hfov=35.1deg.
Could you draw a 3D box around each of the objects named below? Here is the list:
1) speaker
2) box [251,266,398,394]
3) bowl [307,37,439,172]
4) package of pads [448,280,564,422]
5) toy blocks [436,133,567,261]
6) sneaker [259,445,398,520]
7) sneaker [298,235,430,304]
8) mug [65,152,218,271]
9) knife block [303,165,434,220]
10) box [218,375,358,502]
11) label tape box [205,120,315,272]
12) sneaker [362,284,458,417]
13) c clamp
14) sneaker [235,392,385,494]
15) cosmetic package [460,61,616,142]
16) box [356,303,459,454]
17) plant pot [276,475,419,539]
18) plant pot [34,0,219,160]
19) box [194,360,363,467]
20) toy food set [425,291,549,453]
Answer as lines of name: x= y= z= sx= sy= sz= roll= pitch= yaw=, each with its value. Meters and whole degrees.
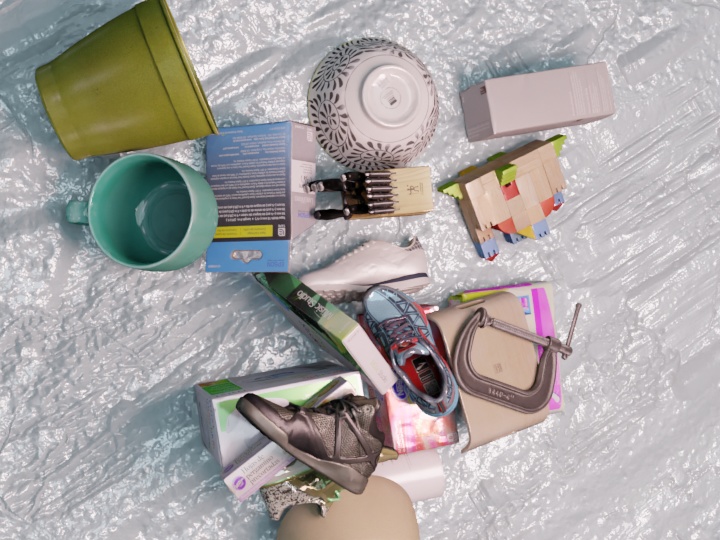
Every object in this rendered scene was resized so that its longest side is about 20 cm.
speaker: x=0.017 y=0.302 z=1.618 sx=0.200 sy=0.081 sz=0.081 roll=-10 pitch=92 yaw=-16
box: x=-0.048 y=0.074 z=1.518 sx=0.036 sy=0.200 sz=0.144 roll=-48 pitch=139 yaw=-12
bowl: x=0.033 y=-0.242 z=1.622 sx=0.200 sy=0.094 sz=0.201 roll=0 pitch=89 yaw=-16
package of pads: x=0.212 y=0.122 z=1.680 sx=0.154 sy=0.068 sz=0.200 roll=-7 pitch=91 yaw=-16
toy blocks: x=0.230 y=-0.100 z=1.685 sx=0.200 sy=0.100 sz=0.137 roll=-27 pitch=108 yaw=-13
sneaker: x=-0.044 y=0.278 z=1.501 sx=0.200 sy=0.077 sz=0.089 roll=-12 pitch=89 yaw=-8
sneaker: x=0.000 y=0.000 z=1.629 sx=0.200 sy=0.076 sz=0.081 roll=-6 pitch=80 yaw=-20
mug: x=-0.279 y=-0.082 z=1.517 sx=0.185 sy=0.114 sz=0.152 roll=35 pitch=97 yaw=16
knife block: x=0.009 y=-0.103 z=1.575 sx=0.175 sy=0.200 sz=0.064 roll=-5 pitch=91 yaw=-4
box: x=-0.086 y=0.210 z=1.430 sx=0.200 sy=0.041 sz=0.039 roll=-38 pitch=102 yaw=-10
label tape box: x=-0.137 y=-0.096 z=1.549 sx=0.063 sy=0.144 sz=0.200 roll=2 pitch=88 yaw=-59
sneaker: x=0.068 y=0.098 z=1.511 sx=0.079 sy=0.096 sz=0.200 roll=-34 pitch=77 yaw=0
c clamp: x=0.214 y=0.109 z=1.581 sx=0.200 sy=0.027 sz=0.171 roll=15 pitch=79 yaw=-28
sneaker: x=-0.052 y=0.179 z=1.380 sx=0.199 sy=0.076 sz=0.114 roll=33 pitch=83 yaw=-19
cosmetic package: x=0.259 y=-0.247 z=1.678 sx=0.200 sy=0.107 sz=0.090 roll=-14 pitch=92 yaw=-13
box: x=0.066 y=0.153 z=1.626 sx=0.102 sy=0.095 sz=0.200 roll=-9 pitch=92 yaw=-14
plant pot: x=-0.002 y=0.396 z=1.539 sx=0.200 sy=0.135 sz=0.200 roll=-10 pitch=125 yaw=-14
plant pot: x=-0.311 y=-0.236 z=1.491 sx=0.193 sy=0.200 sz=0.201 roll=-22 pitch=95 yaw=-2
box: x=-0.110 y=0.192 z=1.535 sx=0.200 sy=0.176 sz=0.097 roll=-9 pitch=92 yaw=-15
toy food set: x=0.175 y=0.140 z=1.600 sx=0.143 sy=0.060 sz=0.200 roll=-14 pitch=88 yaw=-30
